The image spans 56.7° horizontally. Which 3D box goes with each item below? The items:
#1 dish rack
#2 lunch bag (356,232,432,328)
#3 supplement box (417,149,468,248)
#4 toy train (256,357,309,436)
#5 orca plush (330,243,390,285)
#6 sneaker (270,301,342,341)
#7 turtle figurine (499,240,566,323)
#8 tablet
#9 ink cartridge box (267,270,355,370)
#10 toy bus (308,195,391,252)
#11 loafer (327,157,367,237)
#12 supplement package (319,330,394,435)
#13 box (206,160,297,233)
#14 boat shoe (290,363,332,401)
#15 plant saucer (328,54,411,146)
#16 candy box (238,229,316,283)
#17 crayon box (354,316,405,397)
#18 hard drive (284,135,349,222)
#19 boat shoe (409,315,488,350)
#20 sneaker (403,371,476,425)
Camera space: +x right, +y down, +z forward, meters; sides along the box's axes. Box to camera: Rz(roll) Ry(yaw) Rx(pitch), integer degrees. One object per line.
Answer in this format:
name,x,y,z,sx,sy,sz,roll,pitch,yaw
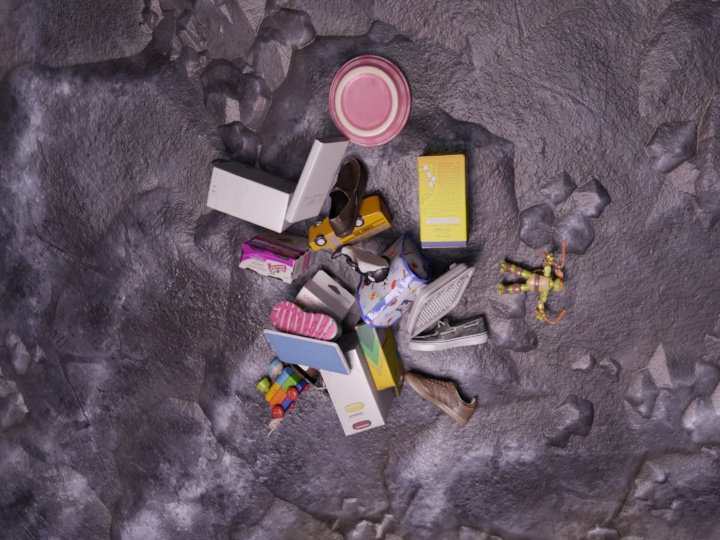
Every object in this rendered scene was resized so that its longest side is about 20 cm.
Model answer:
dish rack,0.174,0.063,1.537,0.044,0.170,0.202,48,155,21
lunch bag,0.079,0.033,1.551,0.124,0.201,0.170,42,109,-8
supplement box,0.191,-0.165,1.522,0.106,0.109,0.206,0,105,13
toy train,-0.234,0.338,1.778,0.115,0.084,0.201,42,110,10
orca plush,0.000,0.000,1.513,0.197,0.104,0.073,19,113,43
sneaker,-0.121,0.126,1.561,0.195,0.087,0.076,11,81,31
turtle figurine,0.405,0.016,1.545,0.157,0.064,0.206,9,115,19
tablet,-0.123,0.188,1.548,0.195,0.014,0.132,8,143,25
ink cartridge box,-0.116,0.115,1.661,0.127,0.125,0.202,36,110,1
toy bus,-0.028,-0.105,1.602,0.196,0.066,0.078,-26,133,18
loafer,-0.033,-0.180,1.542,0.071,0.071,0.205,-7,62,27
supplement package,-0.008,0.273,1.663,0.108,0.156,0.205,-19,100,17
box,-0.252,-0.181,1.613,0.195,0.124,0.100,20,109,7
boat shoe,-0.103,0.288,1.736,0.200,0.068,0.072,45,116,-5
plant saucer,0.018,-0.388,1.533,0.194,0.051,0.207,4,106,13
candy box,-0.191,-0.040,1.596,0.133,0.200,0.063,17,108,9
crayon box,0.052,0.202,1.645,0.050,0.127,0.205,-17,100,17
hard drive,-0.101,-0.213,1.555,0.026,0.131,0.204,33,115,17
boat shoe,0.212,0.150,1.632,0.194,0.072,0.073,-10,94,5
sneaker,0.202,0.301,1.680,0.198,0.070,0.076,36,91,-2
